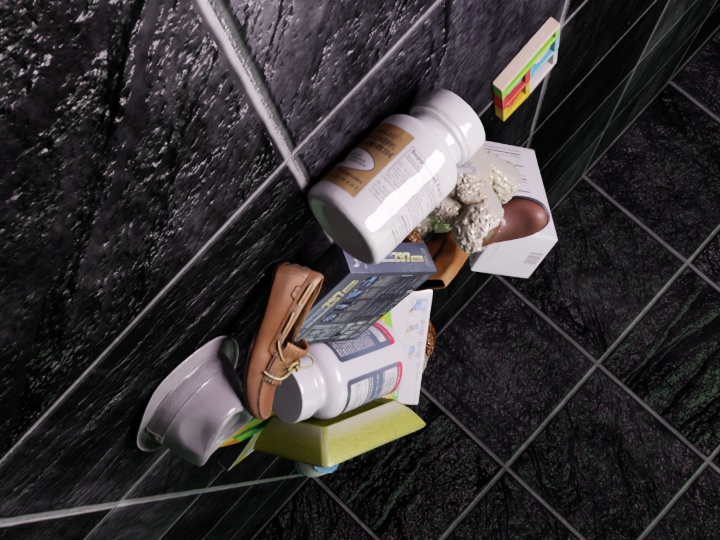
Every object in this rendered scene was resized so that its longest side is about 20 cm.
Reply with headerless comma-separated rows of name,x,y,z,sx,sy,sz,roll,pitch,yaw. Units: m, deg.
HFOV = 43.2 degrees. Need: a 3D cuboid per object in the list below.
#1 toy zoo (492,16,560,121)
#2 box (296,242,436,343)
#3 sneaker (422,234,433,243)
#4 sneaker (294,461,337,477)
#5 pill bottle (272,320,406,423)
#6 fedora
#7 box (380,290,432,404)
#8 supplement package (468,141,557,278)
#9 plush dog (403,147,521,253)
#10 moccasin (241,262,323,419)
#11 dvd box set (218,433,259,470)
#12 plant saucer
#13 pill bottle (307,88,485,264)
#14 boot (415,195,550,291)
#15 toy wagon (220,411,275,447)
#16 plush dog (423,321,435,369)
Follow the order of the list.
toy zoo,0.259,-0.305,1.424,0.131,0.020,0.200,-48,168,1
box,-0.018,0.033,1.224,0.157,0.051,0.200,-3,150,-42
sneaker,0.126,-0.117,1.476,0.200,0.076,0.077,-43,133,18
sneaker,-0.077,0.249,1.543,0.081,0.076,0.201,-31,-135,49
pill bottle,-0.039,0.152,1.350,0.200,0.120,0.120,-15,149,-42
fedora,-0.199,0.185,1.180,0.177,0.090,0.200,-38,165,-40
box,0.050,0.113,1.529,0.113,0.101,0.201,-122,-142,-75
supplement package,0.241,-0.105,1.537,0.114,0.109,0.201,120,-28,-49
plush dog,0.116,-0.108,1.320,0.172,0.160,0.200,-35,-163,36
moccasin,-0.095,0.092,1.139,0.074,0.077,0.202,8,101,-80
dvd box set,-0.179,0.293,1.765,0.147,0.029,0.200,-55,167,30
plant saucer,-0.037,0.233,1.392,0.199,0.048,0.200,-15,-171,-37
pill bottle,0.045,-0.112,1.042,0.200,0.114,0.114,-45,168,-16
boot,0.161,-0.039,1.338,0.200,0.188,0.069,-41,124,-44
toy wagon,-0.152,0.208,1.406,0.199,0.040,0.155,-27,158,0
plush dog,0.042,0.135,1.658,0.200,0.172,0.160,-49,167,6
